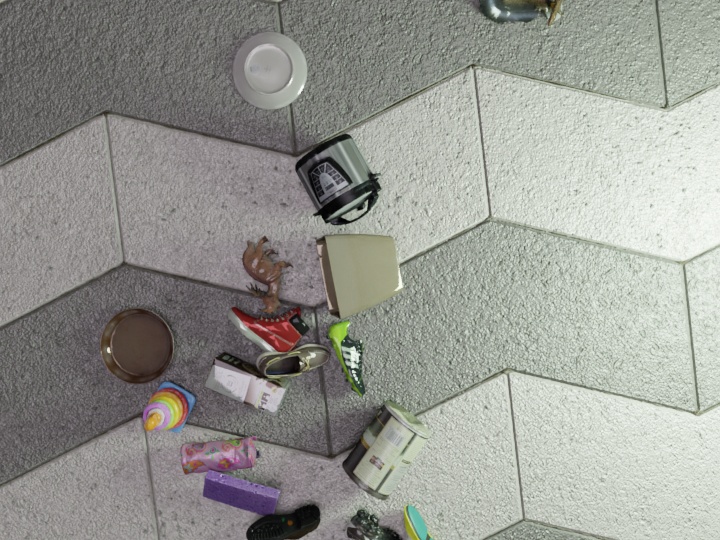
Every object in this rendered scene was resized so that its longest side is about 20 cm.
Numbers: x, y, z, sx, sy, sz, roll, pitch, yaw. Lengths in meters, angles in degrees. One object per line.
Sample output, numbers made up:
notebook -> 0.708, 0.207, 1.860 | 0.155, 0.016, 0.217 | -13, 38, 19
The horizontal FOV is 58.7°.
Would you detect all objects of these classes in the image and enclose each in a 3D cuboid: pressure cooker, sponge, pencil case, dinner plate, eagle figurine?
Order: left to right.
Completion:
pencil case -> -0.370, 0.485, 1.684 | 0.197, 0.087, 0.089 | -7, 91, 0
sponge -> -0.314, 0.586, 1.678 | 0.197, 0.030, 0.112 | 17, 133, 1
dinner plate -> -0.239, -0.527, 1.682 | 0.197, 0.024, 0.204 | 0, 91, 2
pressure cooker -> -0.048, -0.220, 1.613 | 0.177, 0.176, 0.202 | -30, 92, -23
eagle figurine -> 0.425, -0.711, 1.632 | 0.198, 0.152, 0.152 | 23, 47, 29

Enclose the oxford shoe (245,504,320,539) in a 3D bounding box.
oxford shoe -> -0.200, 0.684, 1.679 | 0.197, 0.073, 0.085 | -9, 132, -9

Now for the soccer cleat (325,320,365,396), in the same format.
soccer cleat -> -0.020, 0.231, 1.680 | 0.080, 0.067, 0.202 | -24, 91, -11

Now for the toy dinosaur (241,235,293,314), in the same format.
toy dinosaur -> -0.257, 0.001, 1.645 | 0.135, 0.086, 0.200 | -41, 76, -10

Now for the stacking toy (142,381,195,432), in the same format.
stacking toy -> -0.508, 0.366, 1.621 | 0.109, 0.200, 0.117 | 27, 93, 0

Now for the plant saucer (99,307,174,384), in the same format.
plant saucer -> -0.589, 0.200, 1.701 | 0.197, 0.034, 0.204 | 0, 91, 1

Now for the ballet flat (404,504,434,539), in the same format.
ballet flat -> 0.160, 0.716, 1.692 | 0.067, 0.067, 0.201 | -36, 93, 23

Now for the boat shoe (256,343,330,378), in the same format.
boat shoe -> -0.166, 0.238, 1.650 | 0.197, 0.059, 0.073 | -4, 109, -24

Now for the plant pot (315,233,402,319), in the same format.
plant pot -> 0.000, 0.000, 1.615 | 0.174, 0.200, 0.203 | -12, 91, -10

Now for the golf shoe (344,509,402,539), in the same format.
golf shoe -> 0.045, 0.725, 1.695 | 0.200, 0.078, 0.095 | 43, 109, 1

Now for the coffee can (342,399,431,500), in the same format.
coffee can -> 0.067, 0.459, 1.642 | 0.146, 0.146, 0.201 | 35, 91, 0

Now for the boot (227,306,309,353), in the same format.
boot -> -0.237, 0.127, 1.678 | 0.199, 0.072, 0.145 | 38, 91, -8

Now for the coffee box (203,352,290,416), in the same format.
coffee box -> -0.290, 0.292, 1.660 | 0.198, 0.113, 0.081 | 23, 92, 0
